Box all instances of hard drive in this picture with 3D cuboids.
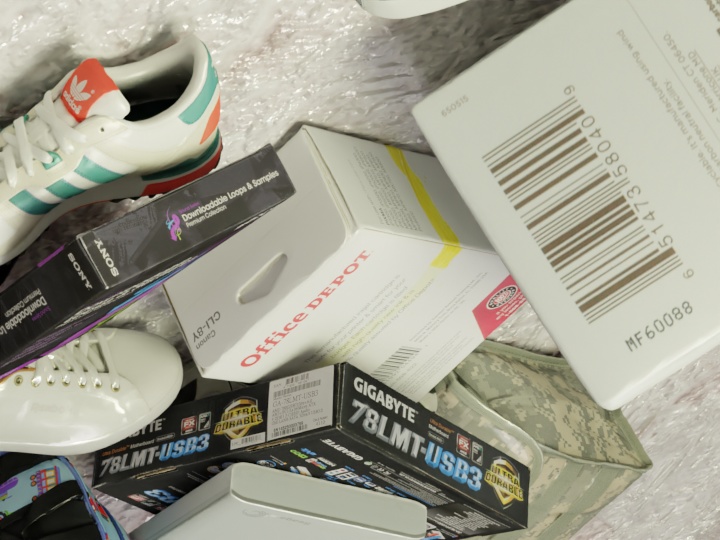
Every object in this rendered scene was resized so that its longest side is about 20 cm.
[{"bbox_3d":[-0.063,0.171,1.527,0.132,0.026,0.200,15,154,-24],"label":"hard drive"}]

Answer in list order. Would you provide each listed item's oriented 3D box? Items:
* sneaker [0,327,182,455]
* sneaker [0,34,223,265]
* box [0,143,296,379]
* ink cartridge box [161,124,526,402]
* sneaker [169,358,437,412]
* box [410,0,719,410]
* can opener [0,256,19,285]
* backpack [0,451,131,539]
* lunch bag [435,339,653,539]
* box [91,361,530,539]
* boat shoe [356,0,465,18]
[{"bbox_3d":[-0.189,0.062,1.411,0.200,0.073,0.085,-10,149,-27],"label":"sneaker"},{"bbox_3d":[-0.159,-0.067,1.238,0.200,0.070,0.093,-22,149,-22],"label":"sneaker"},{"bbox_3d":[-0.140,0.006,1.296,0.143,0.036,0.200,-29,177,-42],"label":"box"},{"bbox_3d":[0.000,0.000,1.465,0.145,0.084,0.200,-43,149,27],"label":"ink cartridge box"},{"bbox_3d":[-0.042,0.089,1.571,0.200,0.088,0.076,-17,151,-18],"label":"sneaker"},{"bbox_3d":[0.167,-0.060,1.349,0.200,0.199,0.171,-33,176,8],"label":"box"},{"bbox_3d":[-0.275,0.005,1.251,0.200,0.063,0.079,-7,144,-39],"label":"can opener"},{"bbox_3d":[-0.216,0.218,1.532,0.200,0.183,0.134,-42,141,14],"label":"backpack"},{"bbox_3d":[0.079,0.138,1.731,0.200,0.118,0.164,13,132,-43],"label":"lunch bag"},{"bbox_3d":[-0.029,0.128,1.514,0.198,0.050,0.200,-14,149,36],"label":"box"},{"bbox_3d":[0.086,-0.189,1.249,0.200,0.071,0.064,-23,152,-7],"label":"boat shoe"}]
